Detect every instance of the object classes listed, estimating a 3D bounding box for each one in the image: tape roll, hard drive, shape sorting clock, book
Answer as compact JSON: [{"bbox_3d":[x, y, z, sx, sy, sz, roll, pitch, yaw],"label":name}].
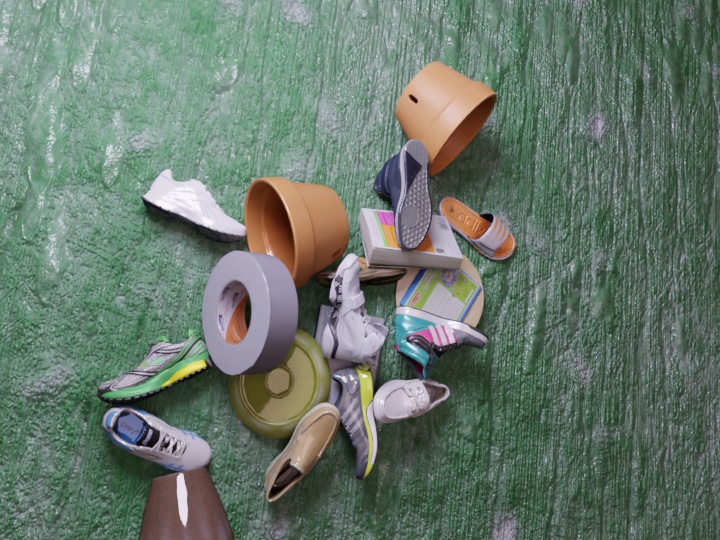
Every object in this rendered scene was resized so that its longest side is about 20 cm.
[{"bbox_3d":[-0.194,0.073,0.927,0.065,0.195,0.210,7,79,-48],"label":"tape roll"},{"bbox_3d":[-0.033,0.183,1.054,0.134,0.033,0.209,13,79,-16],"label":"hard drive"},{"bbox_3d":[0.166,0.054,1.131,0.191,0.039,0.209,1,86,-13],"label":"shape sorting clock"},{"bbox_3d":[0.100,-0.068,1.093,0.192,0.049,0.137,4,44,-16],"label":"book"}]

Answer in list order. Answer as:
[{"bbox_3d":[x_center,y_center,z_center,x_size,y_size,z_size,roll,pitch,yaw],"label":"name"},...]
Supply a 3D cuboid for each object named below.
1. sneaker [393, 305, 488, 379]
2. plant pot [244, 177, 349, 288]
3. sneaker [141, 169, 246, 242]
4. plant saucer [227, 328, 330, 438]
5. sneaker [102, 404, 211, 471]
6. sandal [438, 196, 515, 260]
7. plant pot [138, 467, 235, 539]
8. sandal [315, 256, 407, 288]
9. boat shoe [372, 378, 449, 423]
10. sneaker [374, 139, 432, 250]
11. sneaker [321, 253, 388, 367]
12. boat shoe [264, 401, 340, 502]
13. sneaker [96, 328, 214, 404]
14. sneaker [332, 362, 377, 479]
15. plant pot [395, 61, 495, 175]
[{"bbox_3d":[0.150,0.155,1.056,0.192,0.084,0.125,16,78,-3],"label":"sneaker"},{"bbox_3d":[-0.112,-0.075,0.991,0.136,0.198,0.208,-16,87,-35],"label":"plant pot"},{"bbox_3d":[-0.296,-0.118,0.990,0.195,0.074,0.090,26,71,-13],"label":"sneaker"},{"bbox_3d":[-0.150,0.204,0.994,0.191,0.031,0.209,1,80,-5],"label":"plant saucer"},{"bbox_3d":[-0.343,0.291,0.915,0.196,0.072,0.074,31,74,-20],"label":"sneaker"},{"bbox_3d":[0.260,-0.092,1.171,0.202,0.059,0.081,30,75,-12],"label":"sandal"},{"bbox_3d":[-0.286,0.439,0.877,0.179,0.188,0.208,-7,70,-18],"label":"plant pot"},{"bbox_3d":[0.000,0.000,1.068,0.192,0.080,0.056,-7,75,-21],"label":"sandal"},{"bbox_3d":[0.102,0.241,1.027,0.196,0.068,0.074,-5,86,-49],"label":"boat shoe"},{"bbox_3d":[0.080,-0.135,1.074,0.074,0.145,0.212,7,81,-21],"label":"sneaker"},{"bbox_3d":[-0.001,0.078,0.976,0.111,0.075,0.208,16,109,12],"label":"sneaker"},{"bbox_3d":[-0.101,0.327,0.949,0.070,0.076,0.203,33,101,-7],"label":"boat shoe"},{"bbox_3d":[-0.358,0.169,0.937,0.195,0.078,0.088,-23,83,-28],"label":"sneaker"},{"bbox_3d":[-0.014,0.279,1.000,0.077,0.074,0.209,-2,76,-11],"label":"sneaker"},{"bbox_3d":[0.162,-0.321,1.105,0.140,0.201,0.199,44,72,11],"label":"plant pot"}]
